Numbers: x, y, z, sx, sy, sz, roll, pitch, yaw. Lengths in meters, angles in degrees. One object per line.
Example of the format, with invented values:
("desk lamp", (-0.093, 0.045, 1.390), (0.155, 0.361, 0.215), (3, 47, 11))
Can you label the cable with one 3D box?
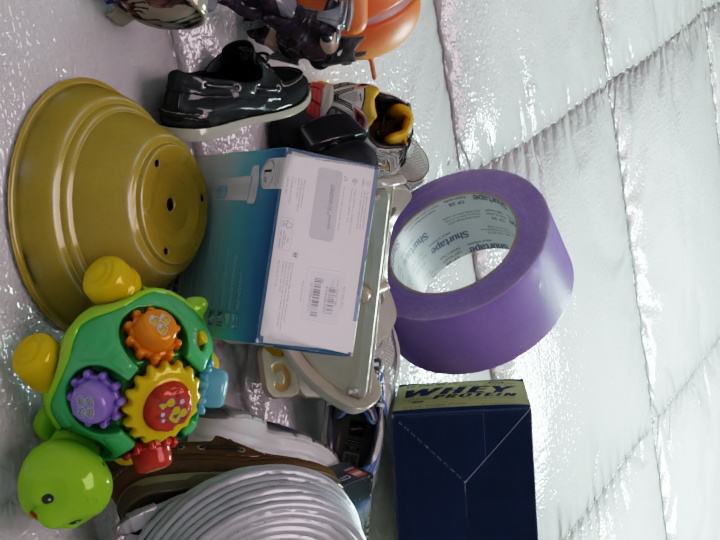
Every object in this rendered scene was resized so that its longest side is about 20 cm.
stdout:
("cable", (-0.084, 0.241, 1.346), (0.199, 0.069, 0.201), (-29, 126, -10))

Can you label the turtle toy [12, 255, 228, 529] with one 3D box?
("turtle toy", (-0.176, 0.098, 1.266), (0.200, 0.101, 0.146), (-49, 132, -8))

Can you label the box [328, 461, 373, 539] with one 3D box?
("box", (-0.070, 0.255, 1.479), (0.199, 0.038, 0.138), (-14, 114, -48))

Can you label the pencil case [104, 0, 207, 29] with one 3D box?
("pencil case", (-0.154, -0.291, 1.374), (0.078, 0.089, 0.202), (36, 55, -63))

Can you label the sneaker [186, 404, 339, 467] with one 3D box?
("sneaker", (-0.092, 0.170, 1.503), (0.200, 0.074, 0.088), (25, 79, -52))

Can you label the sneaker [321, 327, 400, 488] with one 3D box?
("sneaker", (0.000, 0.116, 1.620), (0.085, 0.076, 0.202), (102, -10, -81))

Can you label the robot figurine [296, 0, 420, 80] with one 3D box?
("robot figurine", (-0.011, -0.280, 1.608), (0.116, 0.143, 0.201), (-34, 123, -24))

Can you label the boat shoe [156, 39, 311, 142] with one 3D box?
("boat shoe", (-0.104, -0.160, 1.472), (0.199, 0.074, 0.067), (-25, 121, -51))

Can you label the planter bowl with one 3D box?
("planter bowl", (-0.174, -0.049, 1.328), (0.200, 0.083, 0.202), (7, 82, -62))

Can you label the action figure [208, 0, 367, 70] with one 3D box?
("action figure", (-0.072, -0.226, 1.489), (0.200, 0.129, 0.070), (29, 64, -46))

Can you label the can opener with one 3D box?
("can opener", (-0.058, -0.080, 1.541), (0.199, 0.079, 0.064), (-25, 150, -43))

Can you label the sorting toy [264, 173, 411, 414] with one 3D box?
("sorting toy", (0.000, 0.000, 1.530), (0.180, 0.106, 0.202), (-22, 121, -64))

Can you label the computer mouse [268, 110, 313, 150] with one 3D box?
("computer mouse", (-0.032, -0.080, 1.645), (0.200, 0.034, 0.059), (56, 41, -45))

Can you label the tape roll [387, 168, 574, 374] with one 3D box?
("tape roll", (0.104, 0.000, 1.721), (0.085, 0.199, 0.201), (60, 40, -40))

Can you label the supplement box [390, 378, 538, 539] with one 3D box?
("supplement box", (0.104, 0.219, 1.708), (0.200, 0.133, 0.202), (-50, 137, -85))

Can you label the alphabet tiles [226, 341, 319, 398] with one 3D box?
("alphabet tiles", (-0.054, 0.015, 1.552), (0.199, 0.015, 0.197), (3, 75, -48))

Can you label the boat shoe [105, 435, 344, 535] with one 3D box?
("boat shoe", (-0.106, 0.162, 1.384), (0.199, 0.072, 0.068), (6, 38, -34))

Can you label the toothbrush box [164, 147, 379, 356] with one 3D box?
("toothbrush box", (-0.076, -0.014, 1.363), (0.085, 0.200, 0.148), (10, 85, -29))

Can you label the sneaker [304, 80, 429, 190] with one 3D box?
("sneaker", (0.022, -0.124, 1.695), (0.200, 0.082, 0.079), (30, 62, -59))
